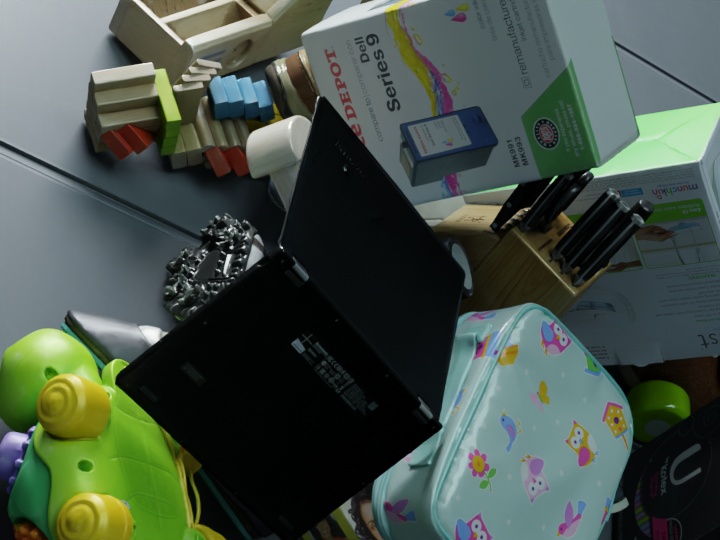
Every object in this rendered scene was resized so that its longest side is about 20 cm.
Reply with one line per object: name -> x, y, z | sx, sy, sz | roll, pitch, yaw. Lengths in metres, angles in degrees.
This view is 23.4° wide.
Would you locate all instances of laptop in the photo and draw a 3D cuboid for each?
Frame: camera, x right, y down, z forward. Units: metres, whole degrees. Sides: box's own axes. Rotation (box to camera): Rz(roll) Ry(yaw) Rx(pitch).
laptop -> -0.035, 0.034, 1.109 | 0.187, 0.200, 0.116 | 49, 4, -36

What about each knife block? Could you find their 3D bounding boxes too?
knife block -> 0.142, 0.009, 1.300 | 0.064, 0.175, 0.200 | -33, 122, -48

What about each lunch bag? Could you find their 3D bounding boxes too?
lunch bag -> 0.098, 0.127, 1.185 | 0.160, 0.077, 0.200 | 43, 55, -26

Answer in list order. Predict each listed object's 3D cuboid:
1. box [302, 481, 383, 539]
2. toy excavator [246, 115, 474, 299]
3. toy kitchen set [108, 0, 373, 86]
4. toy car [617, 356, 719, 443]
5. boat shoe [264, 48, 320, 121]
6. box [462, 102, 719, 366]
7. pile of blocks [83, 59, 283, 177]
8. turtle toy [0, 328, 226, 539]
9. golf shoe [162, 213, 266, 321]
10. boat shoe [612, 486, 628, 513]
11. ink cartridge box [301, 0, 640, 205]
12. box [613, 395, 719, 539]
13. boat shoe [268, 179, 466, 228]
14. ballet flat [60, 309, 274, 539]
box -> -0.013, 0.149, 1.203 | 0.075, 0.050, 0.200 | -23, 75, -48
toy excavator -> 0.000, 0.000, 1.213 | 0.200, 0.100, 0.195 | 17, 57, -66
toy kitchen set -> -0.047, -0.228, 1.331 | 0.163, 0.200, 0.180 | 43, 39, 15
toy car -> 0.328, 0.050, 1.460 | 0.158, 0.200, 0.164 | 28, 44, -21
boat shoe -> 0.003, -0.129, 1.374 | 0.200, 0.074, 0.076 | 20, 42, -62
box -> 0.209, -0.021, 1.369 | 0.177, 0.200, 0.097 | 65, 36, -25
pile of blocks -> -0.112, -0.106, 1.293 | 0.200, 0.082, 0.062 | 2, 58, -40
turtle toy -> -0.165, 0.121, 1.053 | 0.146, 0.101, 0.200 | 33, 35, -56
golf shoe -> -0.079, 0.018, 1.172 | 0.095, 0.078, 0.200 | 50, 4, -10
boat shoe -> 0.115, 0.166, 1.288 | 0.200, 0.075, 0.062 | -4, 73, -32
ink cartridge box -> 0.077, -0.132, 1.237 | 0.087, 0.200, 0.145 | -35, 111, -52
box -> 0.297, 0.174, 1.337 | 0.106, 0.200, 0.122 | 28, 44, -22
boat shoe -> 0.003, -0.048, 1.349 | 0.200, 0.062, 0.075 | 1, 57, -45
ballet flat -> -0.110, 0.087, 1.150 | 0.200, 0.073, 0.073 | 49, 41, -3
